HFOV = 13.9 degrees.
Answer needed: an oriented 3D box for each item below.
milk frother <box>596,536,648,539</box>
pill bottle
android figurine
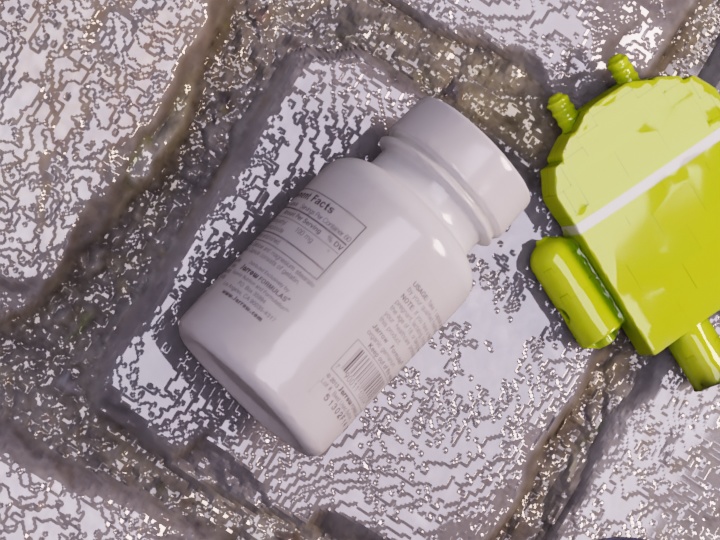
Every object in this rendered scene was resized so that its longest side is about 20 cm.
[{"bbox_3d":[0.159,0.272,1.681,0.180,0.188,0.201,-26,69,16],"label":"milk frother"},{"bbox_3d":[0.000,0.000,1.713,0.114,0.114,0.200,45,80,-6],"label":"pill bottle"},{"bbox_3d":[0.187,-0.034,1.791,0.182,0.041,0.201,-35,95,-11],"label":"android figurine"}]
